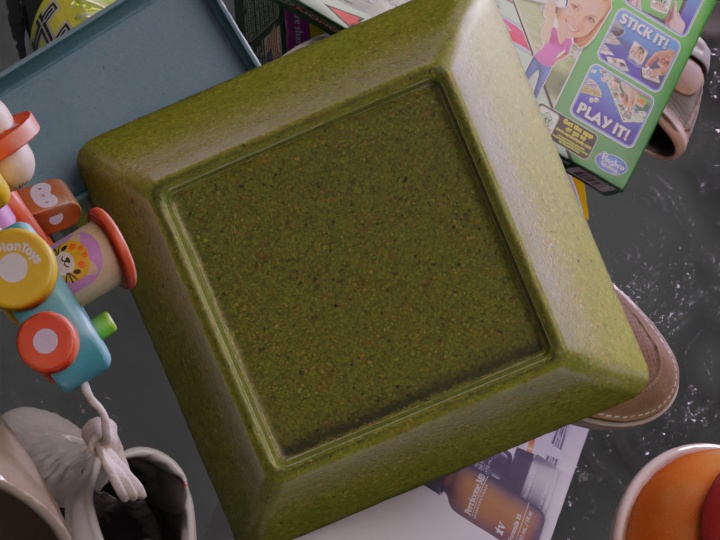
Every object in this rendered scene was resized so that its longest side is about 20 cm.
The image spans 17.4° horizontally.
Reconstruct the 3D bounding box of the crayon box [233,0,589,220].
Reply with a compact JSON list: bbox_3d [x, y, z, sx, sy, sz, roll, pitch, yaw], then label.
[{"bbox_3d":[0.023,-0.118,1.223,0.172,0.058,0.200,7,66,-29],"label":"crayon box"}]

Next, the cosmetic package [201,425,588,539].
[{"bbox_3d":[0.017,0.108,1.126,0.151,0.052,0.200,31,57,-12],"label":"cosmetic package"}]

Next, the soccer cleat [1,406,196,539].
[{"bbox_3d":[-0.107,0.100,0.986,0.068,0.085,0.200,10,23,-26],"label":"soccer cleat"}]

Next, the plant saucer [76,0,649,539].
[{"bbox_3d":[0.000,0.000,1.017,0.200,0.048,0.200,-23,92,3],"label":"plant saucer"}]

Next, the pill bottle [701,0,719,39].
[{"bbox_3d":[0.217,-0.243,1.356,0.116,0.116,0.200,28,58,-17],"label":"pill bottle"}]

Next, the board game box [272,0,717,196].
[{"bbox_3d":[0.068,-0.143,1.128,0.200,0.029,0.135,29,81,-13],"label":"board game box"}]

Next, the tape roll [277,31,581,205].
[{"bbox_3d":[0.019,-0.019,1.123,0.202,0.037,0.203,10,68,-26],"label":"tape roll"}]

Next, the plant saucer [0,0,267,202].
[{"bbox_3d":[-0.141,-0.060,1.056,0.200,0.019,0.070,-31,85,3],"label":"plant saucer"}]

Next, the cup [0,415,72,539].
[{"bbox_3d":[-0.224,0.087,0.925,0.200,0.200,0.143,4,43,-29],"label":"cup"}]

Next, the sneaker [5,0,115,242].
[{"bbox_3d":[-0.118,-0.100,1.120,0.075,0.076,0.200,-4,72,-31],"label":"sneaker"}]

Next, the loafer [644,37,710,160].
[{"bbox_3d":[0.095,-0.112,1.188,0.200,0.072,0.063,17,69,-28],"label":"loafer"}]

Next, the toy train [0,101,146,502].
[{"bbox_3d":[-0.124,-0.006,0.946,0.056,0.150,0.200,-33,44,-4],"label":"toy train"}]

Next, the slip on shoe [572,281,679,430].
[{"bbox_3d":[0.076,0.002,1.088,0.200,0.061,0.076,40,57,-12],"label":"slip on shoe"}]

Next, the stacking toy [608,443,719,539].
[{"bbox_3d":[0.227,0.130,1.145,0.146,0.200,0.146,12,63,-25],"label":"stacking toy"}]
